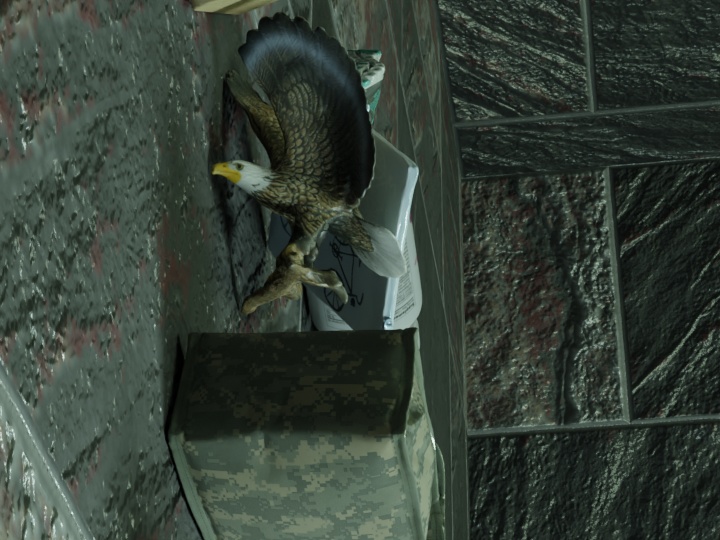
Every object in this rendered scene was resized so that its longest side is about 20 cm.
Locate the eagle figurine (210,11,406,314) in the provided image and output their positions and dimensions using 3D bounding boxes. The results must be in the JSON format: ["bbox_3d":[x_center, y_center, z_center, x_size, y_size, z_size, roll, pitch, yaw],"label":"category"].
[{"bbox_3d":[-0.049,-0.081,1.507,0.151,0.151,0.200,34,54,-55],"label":"eagle figurine"}]

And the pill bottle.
[{"bbox_3d":[0.000,0.000,1.885,0.113,0.113,0.200,-85,169,-53],"label":"pill bottle"}]

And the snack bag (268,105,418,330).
[{"bbox_3d":[-0.014,-0.054,1.588,0.200,0.021,0.189,43,-46,45],"label":"snack bag"}]

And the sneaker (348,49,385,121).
[{"bbox_3d":[-0.007,-0.187,2.125,0.200,0.077,0.091,-62,151,-74],"label":"sneaker"}]

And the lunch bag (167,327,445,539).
[{"bbox_3d":[-0.029,0.140,1.343,0.118,0.164,0.200,-82,167,-46],"label":"lunch bag"}]

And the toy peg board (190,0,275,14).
[{"bbox_3d":[-0.037,-0.279,1.501,0.200,0.199,0.098,-47,117,-81],"label":"toy peg board"}]
